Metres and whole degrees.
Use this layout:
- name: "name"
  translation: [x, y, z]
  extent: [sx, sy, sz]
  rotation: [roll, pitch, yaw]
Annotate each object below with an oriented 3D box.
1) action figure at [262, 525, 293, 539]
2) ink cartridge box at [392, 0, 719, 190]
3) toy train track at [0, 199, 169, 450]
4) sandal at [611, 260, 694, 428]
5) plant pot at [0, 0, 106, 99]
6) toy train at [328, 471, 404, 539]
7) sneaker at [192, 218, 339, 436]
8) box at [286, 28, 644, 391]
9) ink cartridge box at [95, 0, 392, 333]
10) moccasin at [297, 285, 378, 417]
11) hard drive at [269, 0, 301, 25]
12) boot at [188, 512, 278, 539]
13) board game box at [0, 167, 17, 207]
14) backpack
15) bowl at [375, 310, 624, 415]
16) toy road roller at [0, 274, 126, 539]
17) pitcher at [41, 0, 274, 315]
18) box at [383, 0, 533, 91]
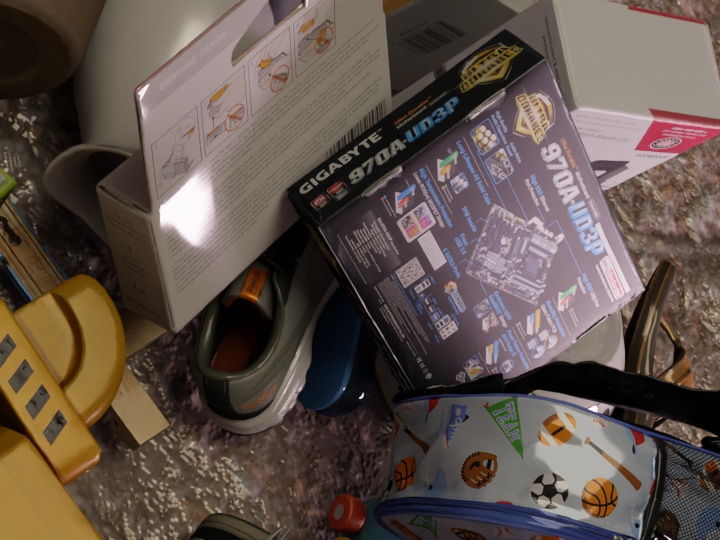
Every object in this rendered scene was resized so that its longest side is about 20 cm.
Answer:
- name: "action figure"
  translation: [-0.013, 0.211, 0.895]
  extent: [0.199, 0.069, 0.130]
  rotation: [24, 68, 15]
- name: "ink cartridge box"
  translation: [0.121, -0.101, 1.179]
  extent: [0.145, 0.200, 0.084]
  rotation: [3, 70, -37]
- name: "toy train track"
  translation: [-0.180, 0.018, 0.998]
  extent: [0.115, 0.033, 0.200]
  rotation: [-32, 83, -36]
- name: "sandal"
  translation: [0.203, 0.089, 1.216]
  extent: [0.054, 0.082, 0.201]
  rotation: [14, 59, -1]
- name: "plant pot"
  translation: [-0.205, -0.195, 0.976]
  extent: [0.200, 0.200, 0.175]
  rotation: [16, 61, -31]
- name: "toy train"
  translation: [0.046, 0.212, 1.058]
  extent: [0.150, 0.056, 0.200]
  rotation: [-26, 86, -48]
- name: "sneaker"
  translation: [-0.047, -0.005, 1.033]
  extent: [0.074, 0.079, 0.201]
  rotation: [12, 73, 14]
- name: "box"
  translation: [0.067, -0.016, 1.023]
  extent: [0.159, 0.046, 0.200]
  rotation: [-37, 131, -6]
- name: "ink cartridge box"
  translation: [-0.059, -0.091, 0.938]
  extent: [0.045, 0.177, 0.200]
  rotation: [27, 54, 26]
- name: "moccasin"
  translation: [0.000, 0.000, 1.112]
  extent: [0.068, 0.080, 0.201]
  rotation: [28, 56, -41]
- name: "hard drive"
  translation: [-0.059, -0.200, 1.091]
  extent: [0.027, 0.200, 0.132]
  rotation: [-34, 90, -21]
- name: "boot"
  translation: [-0.058, 0.244, 0.942]
  extent: [0.204, 0.074, 0.154]
  rotation: [45, 60, 11]
- name: "board game box"
  translation: [-0.293, -0.075, 0.928]
  extent: [0.200, 0.048, 0.102]
  rotation: [42, 48, -4]
- name: "backpack"
  translation: [0.104, 0.136, 0.995]
  extent: [0.190, 0.200, 0.155]
  rotation: [28, 63, -25]
- name: "bowl"
  translation: [0.111, 0.042, 1.167]
  extent: [0.200, 0.094, 0.201]
  rotation: [18, 57, -30]
- name: "toy road roller"
  translation: [-0.170, 0.091, 0.885]
  extent: [0.146, 0.123, 0.200]
  rotation: [-34, 91, -33]
- name: "pitcher"
  translation: [-0.110, -0.089, 1.059]
  extent: [0.172, 0.121, 0.201]
  rotation: [66, 25, -47]
- name: "box"
  translation: [0.031, -0.248, 1.221]
  extent: [0.097, 0.124, 0.201]
  rotation: [20, 54, -50]
